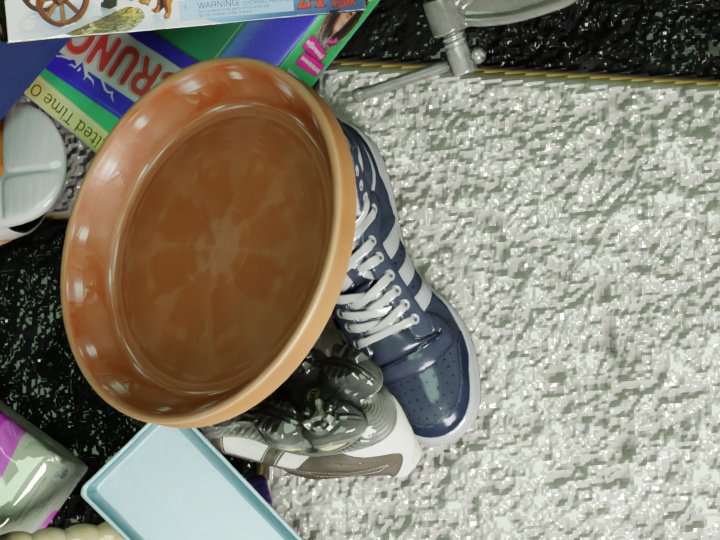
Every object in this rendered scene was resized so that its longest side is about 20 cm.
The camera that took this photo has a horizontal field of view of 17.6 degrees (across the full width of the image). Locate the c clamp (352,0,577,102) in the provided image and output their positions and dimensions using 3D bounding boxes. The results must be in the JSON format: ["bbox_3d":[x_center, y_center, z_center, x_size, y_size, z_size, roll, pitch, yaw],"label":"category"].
[{"bbox_3d":[0.048,-0.203,1.258,0.170,0.027,0.201,-10,100,23],"label":"c clamp"}]

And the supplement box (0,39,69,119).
[{"bbox_3d":[-0.264,-0.184,1.316,0.109,0.109,0.201,-45,60,24],"label":"supplement box"}]

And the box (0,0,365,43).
[{"bbox_3d":[-0.100,-0.198,1.238,0.199,0.038,0.138,-8,100,-17],"label":"box"}]

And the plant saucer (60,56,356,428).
[{"bbox_3d":[-0.080,-0.014,1.239,0.199,0.032,0.202,-14,68,37],"label":"plant saucer"}]

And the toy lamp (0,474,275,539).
[{"bbox_3d":[-0.149,0.149,1.284,0.198,0.058,0.059,-4,77,-12],"label":"toy lamp"}]

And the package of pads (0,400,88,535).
[{"bbox_3d":[-0.282,0.122,1.357,0.199,0.068,0.155,34,89,18],"label":"package of pads"}]

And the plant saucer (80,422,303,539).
[{"bbox_3d":[-0.061,0.166,1.264,0.070,0.019,0.200,-44,100,-7],"label":"plant saucer"}]

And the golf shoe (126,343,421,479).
[{"bbox_3d":[-0.053,0.083,1.299,0.199,0.094,0.078,12,67,43],"label":"golf shoe"}]

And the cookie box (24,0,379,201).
[{"bbox_3d":[-0.102,-0.154,1.357,0.171,0.075,0.200,38,91,19],"label":"cookie box"}]

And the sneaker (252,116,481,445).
[{"bbox_3d":[0.000,0.000,1.280,0.070,0.108,0.201,-26,73,10],"label":"sneaker"}]

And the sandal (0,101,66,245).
[{"bbox_3d":[-0.240,-0.047,1.389,0.206,0.059,0.080,-9,66,36],"label":"sandal"}]
